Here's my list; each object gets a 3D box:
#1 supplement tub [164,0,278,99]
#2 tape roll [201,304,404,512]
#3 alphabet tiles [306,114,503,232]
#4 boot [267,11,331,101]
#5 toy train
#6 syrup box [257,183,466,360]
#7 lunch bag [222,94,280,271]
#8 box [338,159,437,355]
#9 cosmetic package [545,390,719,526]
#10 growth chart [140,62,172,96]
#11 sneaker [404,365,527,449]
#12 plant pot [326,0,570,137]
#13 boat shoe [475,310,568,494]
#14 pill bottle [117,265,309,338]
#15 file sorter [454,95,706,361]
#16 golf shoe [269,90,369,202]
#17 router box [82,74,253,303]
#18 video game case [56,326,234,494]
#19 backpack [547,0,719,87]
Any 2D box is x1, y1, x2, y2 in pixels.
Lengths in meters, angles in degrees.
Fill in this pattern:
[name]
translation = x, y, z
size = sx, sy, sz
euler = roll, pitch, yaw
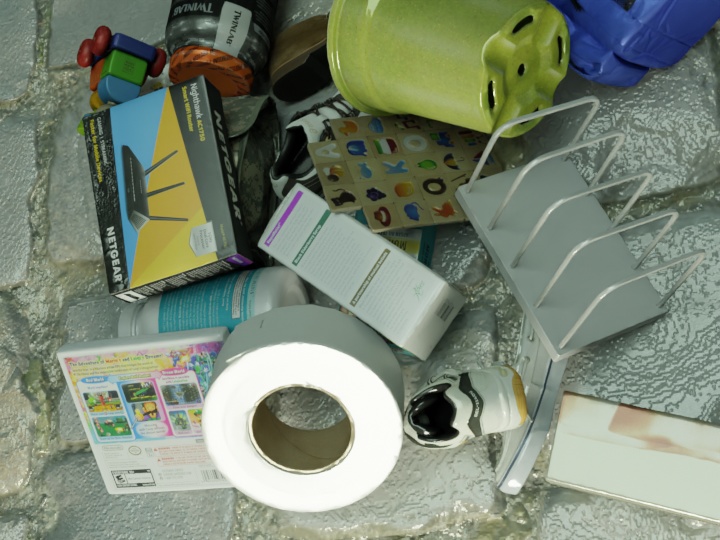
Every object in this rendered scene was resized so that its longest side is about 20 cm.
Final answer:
[supplement tub]
translation = -0.156, -0.305, 1.338
size = 0.121, 0.123, 0.203
euler = 1, 70, 20
[tape roll]
translation = -0.055, 0.137, 1.145
size = 0.200, 0.204, 0.071
euler = -19, 26, 14
[alphabet tiles]
translation = 0.051, -0.107, 1.204
size = 0.197, 0.006, 0.168
euler = -7, 50, -17
[boot]
translation = -0.021, -0.272, 1.320
size = 0.198, 0.074, 0.076
euler = -24, 59, 15
[toy train]
translation = -0.304, -0.205, 1.373
size = 0.199, 0.084, 0.118
euler = -4, 69, 63
[syrup box]
translation = 0.000, 0.000, 1.173
size = 0.199, 0.079, 0.082
euler = 35, 90, 25
[lunch bag]
translation = -0.180, -0.105, 1.305
size = 0.161, 0.118, 0.203
euler = -3, 73, 18
[box]
translation = 0.032, -0.017, 1.238
size = 0.081, 0.049, 0.203
euler = 5, 77, 22
[cosmetic package]
translation = 0.280, 0.176, 1.064
size = 0.197, 0.103, 0.089
euler = 11, 81, 21
[growth chart]
translation = -0.238, -0.188, 1.404
size = 0.198, 0.018, 0.146
euler = -30, 68, 12
[sneaker]
translation = 0.074, 0.131, 1.107
size = 0.086, 0.200, 0.077
euler = -8, 77, -25
[plant pot]
translation = 0.099, -0.223, 1.148
size = 0.183, 0.200, 0.202
euler = 30, 87, 40
[boat shoe]
translation = 0.149, 0.109, 1.133
size = 0.085, 0.075, 0.205
euler = 19, 80, 1
[pill bottle]
translation = -0.159, 0.060, 1.255
size = 0.197, 0.111, 0.113
euler = -6, 73, 18
[file sorter]
translation = 0.209, -0.048, 1.109
size = 0.137, 0.125, 0.202
euler = -18, 65, -24
[golf shoe]
translation = -0.027, -0.156, 1.274
size = 0.077, 0.094, 0.202
euler = 31, 86, 26
[router box]
translation = -0.204, -0.085, 1.217
size = 0.147, 0.051, 0.203
euler = -17, 73, 12
[video game case]
translation = -0.207, 0.153, 1.237
size = 0.197, 0.024, 0.185
euler = -7, 113, 19
[backpack]
translation = 0.242, -0.300, 1.173
size = 0.168, 0.162, 0.201
euler = -45, 66, 21
